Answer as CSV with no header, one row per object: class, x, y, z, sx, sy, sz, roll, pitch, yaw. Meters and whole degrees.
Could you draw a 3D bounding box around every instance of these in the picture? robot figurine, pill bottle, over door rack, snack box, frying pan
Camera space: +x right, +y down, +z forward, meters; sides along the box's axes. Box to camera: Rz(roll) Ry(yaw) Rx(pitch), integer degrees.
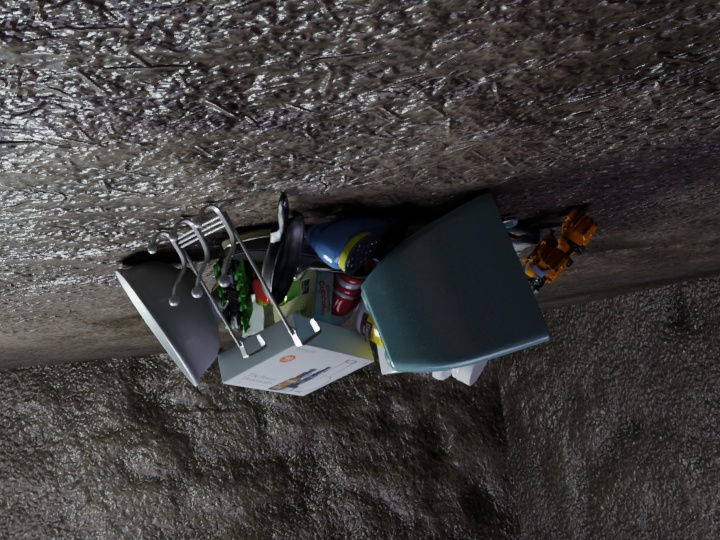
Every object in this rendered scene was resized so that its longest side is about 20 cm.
robot figurine,0.308,-0.031,1.305,0.145,0.058,0.200,-47,174,-5
pill bottle,0.098,0.090,1.249,0.198,0.111,0.109,28,-174,21
over door rack,-0.157,0.028,0.970,0.147,0.201,0.067,-16,-153,52
snack box,-0.116,0.038,1.305,0.037,0.118,0.198,16,159,-37
frying pan,-0.099,-0.019,0.984,0.030,0.117,0.190,16,174,9

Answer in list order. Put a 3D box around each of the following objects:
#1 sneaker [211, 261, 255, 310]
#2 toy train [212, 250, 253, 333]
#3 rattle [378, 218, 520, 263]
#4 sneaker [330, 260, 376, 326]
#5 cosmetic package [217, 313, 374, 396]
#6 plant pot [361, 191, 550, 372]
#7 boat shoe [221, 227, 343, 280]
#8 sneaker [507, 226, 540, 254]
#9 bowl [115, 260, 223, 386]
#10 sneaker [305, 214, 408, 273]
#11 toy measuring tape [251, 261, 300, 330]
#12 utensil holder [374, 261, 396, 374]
sneaker,-0.189,0.013,1.294,0.198,0.071,0.089,-15,154,42
toy train,-0.178,0.026,1.184,0.041,0.057,0.201,12,149,4
rattle,0.134,-0.047,1.277,0.130,0.143,0.200,-41,178,-38
sneaker,0.000,0.000,1.324,0.071,0.113,0.200,31,-149,5
cosmetic package,-0.094,0.132,1.249,0.150,0.052,0.199,-31,153,24
plant pot,0.108,0.041,1.098,0.197,0.199,0.196,-22,172,-1
boat shoe,-0.087,-0.020,1.107,0.198,0.067,0.071,-3,171,-32
sneaker,0.223,-0.019,1.350,0.076,0.087,0.199,-3,170,-32
bowl,-0.261,0.059,1.198,0.090,0.202,0.201,-36,-179,-17
sneaker,-0.001,-0.048,1.073,0.078,0.067,0.199,31,-160,19
toy measuring tape,-0.118,0.047,1.202,0.072,0.203,0.074,-1,-145,1
utensil holder,0.099,0.073,1.466,0.166,0.204,0.170,-7,172,-1
